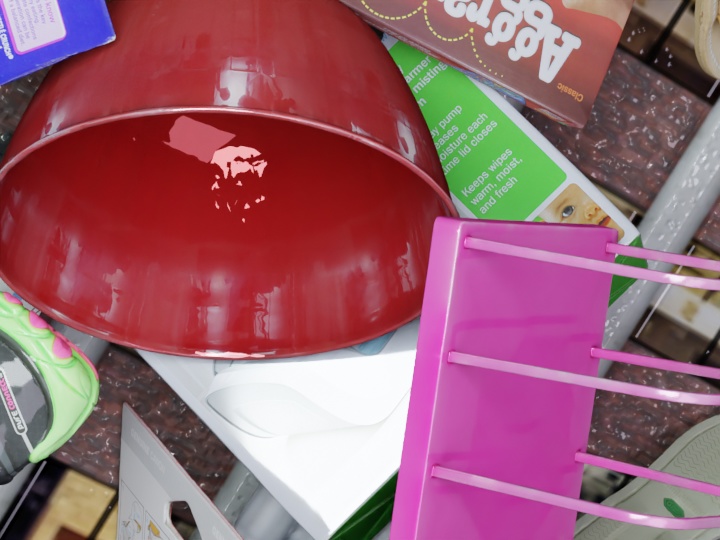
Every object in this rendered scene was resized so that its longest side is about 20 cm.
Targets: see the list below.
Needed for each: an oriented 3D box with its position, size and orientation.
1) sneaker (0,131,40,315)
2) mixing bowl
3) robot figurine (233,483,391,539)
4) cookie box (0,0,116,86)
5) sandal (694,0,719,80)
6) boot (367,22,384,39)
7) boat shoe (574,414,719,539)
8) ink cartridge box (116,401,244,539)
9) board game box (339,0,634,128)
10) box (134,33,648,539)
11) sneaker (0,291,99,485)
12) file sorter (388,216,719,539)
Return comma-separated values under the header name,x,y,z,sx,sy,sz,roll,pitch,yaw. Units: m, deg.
name,x,y,z,sx,sy,sz,roll,pitch,yaw
sneaker,-0.172,0.005,1.305,0.200,0.072,0.072,-46,150,-6
mixing bowl,-0.054,-0.055,1.179,0.200,0.108,0.200,2,150,1
robot figurine,0.016,0.126,1.389,0.170,0.113,0.200,25,99,-36
cookie box,-0.180,-0.181,1.147,0.075,0.200,0.171,-22,116,-14
sandal,0.197,-0.134,1.321,0.078,0.070,0.212,-62,155,-11
boot,-0.044,-0.199,1.231,0.200,0.070,0.132,35,97,-2
boat shoe,0.180,0.131,1.492,0.200,0.072,0.068,-29,154,-16
ink cartridge box,-0.070,0.178,1.325,0.045,0.200,0.176,0,110,-24
board game box,0.038,-0.146,1.218,0.200,0.019,0.103,24,86,-32
box,0.000,0.000,1.294,0.200,0.097,0.176,-43,78,-2
sneaker,-0.207,0.023,1.225,0.084,0.200,0.077,-54,154,-8
file sorter,0.102,0.088,1.146,0.139,0.125,0.200,1,98,-58
